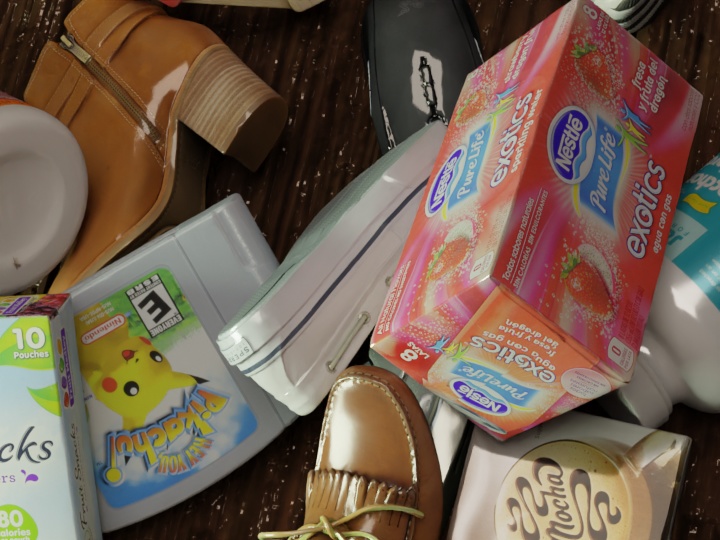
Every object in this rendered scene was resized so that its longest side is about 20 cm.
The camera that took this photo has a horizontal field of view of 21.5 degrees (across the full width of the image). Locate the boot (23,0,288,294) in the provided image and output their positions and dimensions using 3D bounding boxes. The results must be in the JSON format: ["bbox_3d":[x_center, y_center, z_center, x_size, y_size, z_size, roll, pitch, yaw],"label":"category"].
[{"bbox_3d":[-0.154,-0.066,1.118,0.155,0.077,0.200,35,91,28],"label":"boot"}]

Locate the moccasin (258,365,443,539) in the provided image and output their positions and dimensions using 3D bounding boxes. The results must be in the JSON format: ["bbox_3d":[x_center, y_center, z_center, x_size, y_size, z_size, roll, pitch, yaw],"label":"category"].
[{"bbox_3d":[-0.007,0.149,0.967,0.073,0.078,0.203,17,102,27],"label":"moccasin"}]

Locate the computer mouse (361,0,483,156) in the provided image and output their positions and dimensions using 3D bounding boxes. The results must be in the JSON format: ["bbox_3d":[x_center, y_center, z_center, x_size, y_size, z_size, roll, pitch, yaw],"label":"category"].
[{"bbox_3d":[0.071,-0.095,1.109,0.139,0.046,0.201,-7,68,6],"label":"computer mouse"}]

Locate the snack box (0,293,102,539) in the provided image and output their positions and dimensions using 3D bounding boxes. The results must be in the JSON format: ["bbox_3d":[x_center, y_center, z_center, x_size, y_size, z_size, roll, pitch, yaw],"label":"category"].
[{"bbox_3d":[-0.214,0.118,1.009,0.141,0.053,0.201,-3,104,6],"label":"snack box"}]

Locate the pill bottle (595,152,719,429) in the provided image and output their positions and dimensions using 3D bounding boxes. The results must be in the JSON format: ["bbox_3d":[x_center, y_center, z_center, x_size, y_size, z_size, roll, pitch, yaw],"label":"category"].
[{"bbox_3d":[0.203,0.000,1.019,0.200,0.111,0.111,-40,69,-9],"label":"pill bottle"}]

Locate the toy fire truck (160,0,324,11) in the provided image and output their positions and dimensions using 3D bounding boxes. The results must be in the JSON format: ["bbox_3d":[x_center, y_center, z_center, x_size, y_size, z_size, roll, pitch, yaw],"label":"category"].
[{"bbox_3d":[-0.039,-0.209,1.138,0.199,0.049,0.142,16,98,-16],"label":"toy fire truck"}]

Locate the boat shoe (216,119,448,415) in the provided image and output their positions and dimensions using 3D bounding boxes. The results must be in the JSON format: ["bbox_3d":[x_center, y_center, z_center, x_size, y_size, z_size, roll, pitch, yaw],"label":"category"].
[{"bbox_3d":[0.000,0.000,1.030,0.067,0.073,0.200,49,58,-10],"label":"boat shoe"}]

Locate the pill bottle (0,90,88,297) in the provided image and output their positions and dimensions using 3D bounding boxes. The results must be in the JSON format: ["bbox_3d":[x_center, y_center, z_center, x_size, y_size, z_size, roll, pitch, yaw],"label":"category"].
[{"bbox_3d":[-0.255,-0.066,1.084,0.199,0.110,0.110,26,73,39],"label":"pill bottle"}]

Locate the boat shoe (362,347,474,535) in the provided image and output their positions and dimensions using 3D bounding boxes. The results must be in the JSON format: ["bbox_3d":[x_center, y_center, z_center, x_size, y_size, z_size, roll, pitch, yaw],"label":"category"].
[{"bbox_3d":[0.032,0.062,1.038,0.071,0.070,0.202,17,78,13],"label":"boat shoe"}]

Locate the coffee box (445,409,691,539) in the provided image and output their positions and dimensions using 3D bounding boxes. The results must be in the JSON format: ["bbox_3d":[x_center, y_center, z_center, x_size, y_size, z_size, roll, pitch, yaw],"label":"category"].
[{"bbox_3d":[0.094,0.177,0.981,0.112,0.080,0.201,13,71,12],"label":"coffee box"}]

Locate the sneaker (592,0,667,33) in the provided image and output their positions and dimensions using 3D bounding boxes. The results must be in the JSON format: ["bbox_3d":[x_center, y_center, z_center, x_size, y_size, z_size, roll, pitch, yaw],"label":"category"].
[{"bbox_3d":[0.174,-0.248,1.141,0.115,0.075,0.200,36,78,21],"label":"sneaker"}]

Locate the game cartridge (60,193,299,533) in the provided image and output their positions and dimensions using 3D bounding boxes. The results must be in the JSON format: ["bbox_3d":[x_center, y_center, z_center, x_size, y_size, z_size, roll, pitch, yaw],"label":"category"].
[{"bbox_3d":[-0.120,0.063,1.047,0.199,0.040,0.134,-30,103,1],"label":"game cartridge"}]

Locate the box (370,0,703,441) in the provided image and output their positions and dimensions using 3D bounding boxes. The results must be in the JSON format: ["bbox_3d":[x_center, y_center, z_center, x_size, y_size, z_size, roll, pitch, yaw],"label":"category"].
[{"bbox_3d":[0.093,-0.028,0.976,0.094,0.102,0.201,36,51,-19],"label":"box"}]
